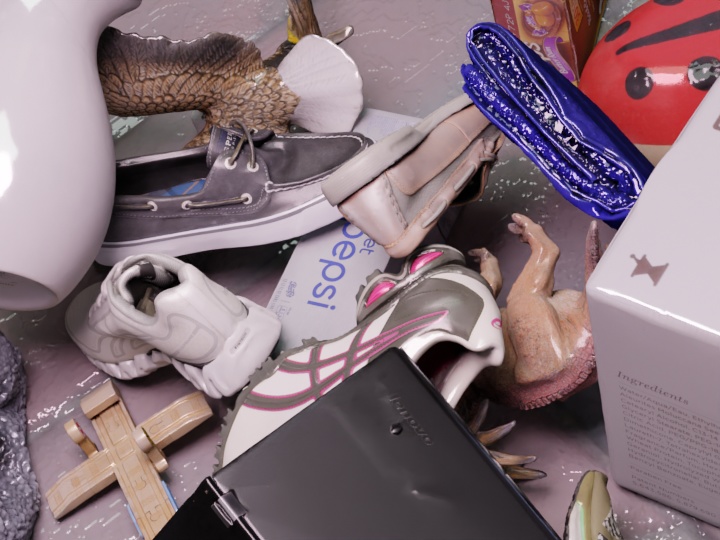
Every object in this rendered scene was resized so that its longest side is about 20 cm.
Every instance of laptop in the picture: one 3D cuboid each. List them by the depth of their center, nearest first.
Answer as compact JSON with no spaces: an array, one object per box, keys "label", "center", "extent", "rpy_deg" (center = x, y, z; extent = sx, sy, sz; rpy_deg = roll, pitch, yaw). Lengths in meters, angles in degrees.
[{"label":"laptop","center":[-0.008,0.184,1.335],"extent":[0.187,0.200,0.116],"rpy_deg":[50,33,14]}]

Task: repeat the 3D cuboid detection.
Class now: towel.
[{"label":"towel","center":[0.132,-0.062,1.458],"extent":[0.050,0.200,0.148],"rpy_deg":[-43,69,9]}]

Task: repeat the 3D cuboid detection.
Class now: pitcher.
[{"label":"pitcher","center":[-0.224,-0.087,1.467],"extent":[0.170,0.121,0.201],"rpy_deg":[8,72,-3]}]

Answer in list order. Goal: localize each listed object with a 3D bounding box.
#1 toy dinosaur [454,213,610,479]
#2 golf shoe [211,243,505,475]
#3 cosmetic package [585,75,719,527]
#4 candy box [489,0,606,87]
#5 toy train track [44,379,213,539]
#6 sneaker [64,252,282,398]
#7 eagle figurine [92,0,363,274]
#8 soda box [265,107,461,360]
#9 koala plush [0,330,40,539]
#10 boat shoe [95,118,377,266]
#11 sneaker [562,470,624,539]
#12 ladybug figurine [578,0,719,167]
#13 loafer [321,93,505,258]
[{"label":"toy dinosaur","center":[0.098,0.052,1.428],"extent":[0.085,0.200,0.136],"rpy_deg":[24,55,-21]},{"label":"golf shoe","center":[-0.004,0.074,1.392],"extent":[0.200,0.077,0.088],"rpy_deg":[-45,36,12]},{"label":"cosmetic package","center":[0.238,0.033,1.371],"extent":[0.164,0.200,0.165],"rpy_deg":[22,62,24]},{"label":"candy box","center":[0.136,-0.229,1.642],"extent":[0.056,0.117,0.201],"rpy_deg":[8,57,18]},{"label":"toy train track","center":[-0.130,0.126,1.465],"extent":[0.114,0.033,0.200],"rpy_deg":[-34,42,1]},{"label":"sneaker","center":[-0.127,0.021,1.501],"extent":[0.200,0.081,0.075],"rpy_deg":[4,57,56]},{"label":"eagle figurine","center":[-0.100,-0.097,1.595],"extent":[0.199,0.151,0.152],"rpy_deg":[-27,61,-20]},{"label":"soda box","center":[0.000,0.000,1.533],"extent":[0.063,0.068,0.201],"rpy_deg":[12,57,22]},{"label":"koala plush","center":[-0.282,0.089,1.447],"extent":[0.176,0.200,0.184],"rpy_deg":[-21,52,-4]},{"label":"boat shoe","center":[-0.084,-0.058,1.517],"extent":[0.199,0.066,0.070],"rpy_deg":[-11,39,15]},{"label":"sneaker","center":[0.157,0.201,1.358],"extent":[0.088,0.077,0.201],"rpy_deg":[-5,59,-5]},{"label":"ladybug figurine","center":[0.227,-0.133,1.579],"extent":[0.199,0.072,0.136],"rpy_deg":[-19,53,-2]},{"label":"loafer","center":[0.042,-0.055,1.457],"extent":[0.072,0.200,0.063],"rpy_deg":[-36,88,30]}]
